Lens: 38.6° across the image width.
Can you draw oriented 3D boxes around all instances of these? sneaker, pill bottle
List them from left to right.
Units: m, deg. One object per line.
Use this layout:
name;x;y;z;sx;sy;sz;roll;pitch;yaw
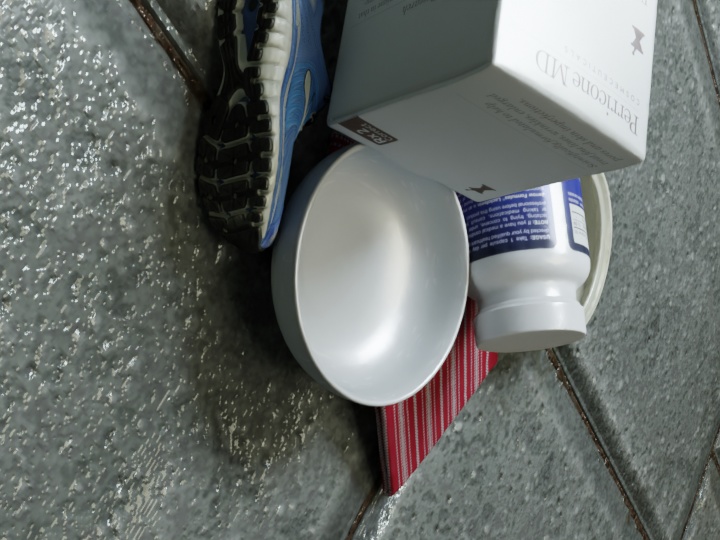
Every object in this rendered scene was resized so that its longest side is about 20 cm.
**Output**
sneaker;-0.056;-0.112;0.727;0.089;0.078;0.203;10;88;-50
pill bottle;0.136;-0.037;0.884;0.115;0.115;0.203;17;64;-52

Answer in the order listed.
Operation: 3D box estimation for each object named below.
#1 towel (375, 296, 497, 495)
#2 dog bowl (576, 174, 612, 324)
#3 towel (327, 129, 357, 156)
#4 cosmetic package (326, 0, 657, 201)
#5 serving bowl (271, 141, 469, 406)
towel;0.073;0.093;0.947;0.200;0.022;0.146;-46;144;-36
dog bowl;0.185;-0.028;1.059;0.199;0.073;0.203;-13;107;-50
towel;0.011;-0.055;0.870;0.144;0.022;0.203;25;75;-49
cosmetic package;0.098;-0.180;0.734;0.164;0.164;0.203;21;69;-37
serving bowl;0.000;0.000;0.794;0.199;0.065;0.204;-5;97;-48
